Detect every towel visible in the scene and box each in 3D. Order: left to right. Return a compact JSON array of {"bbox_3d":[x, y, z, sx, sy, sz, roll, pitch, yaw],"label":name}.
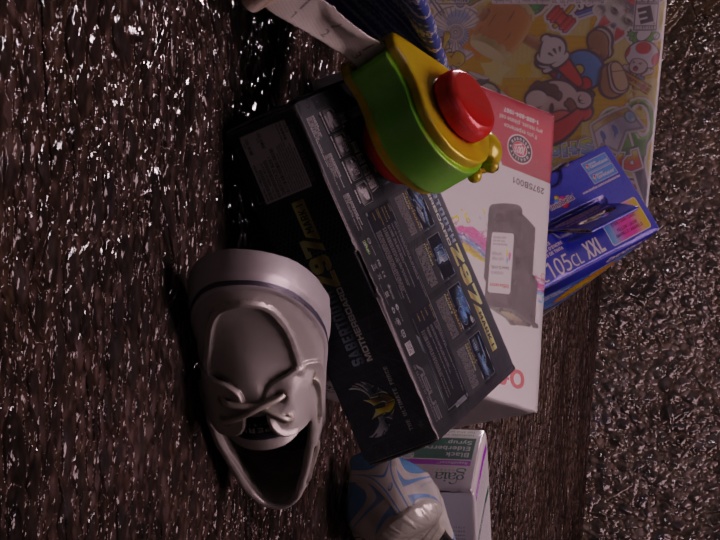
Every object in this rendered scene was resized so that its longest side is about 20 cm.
[{"bbox_3d":[-0.003,-0.163,1.399,0.145,0.024,0.200,48,-6,21],"label":"towel"}]

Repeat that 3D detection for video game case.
[{"bbox_3d":[0.116,-0.123,1.783,0.023,0.199,0.182,-110,-160,-65],"label":"video game case"}]

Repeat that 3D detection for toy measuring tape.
[{"bbox_3d":[0.013,-0.091,1.334,0.200,0.073,0.074,29,58,-44],"label":"toy measuring tape"}]

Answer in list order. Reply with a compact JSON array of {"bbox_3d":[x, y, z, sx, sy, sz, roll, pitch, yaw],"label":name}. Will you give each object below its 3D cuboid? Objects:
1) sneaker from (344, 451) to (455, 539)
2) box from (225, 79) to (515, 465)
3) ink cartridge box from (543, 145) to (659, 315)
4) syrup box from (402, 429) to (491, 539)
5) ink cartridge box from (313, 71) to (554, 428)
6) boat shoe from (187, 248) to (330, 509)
[{"bbox_3d":[0.024,0.172,1.732,0.200,0.072,0.073,86,-21,-68],"label":"sneaker"},{"bbox_3d":[0.009,-0.007,1.393,0.200,0.051,0.158,67,23,-5],"label":"box"},{"bbox_3d":[0.111,-0.009,1.719,0.076,0.136,0.200,57,-38,9],"label":"ink cartridge box"},{"bbox_3d":[0.057,0.219,1.874,0.081,0.079,0.200,-72,160,-57],"label":"syrup box"},{"bbox_3d":[0.042,-0.014,1.552,0.146,0.083,0.201,17,70,-41],"label":"ink cartridge box"},{"bbox_3d":[-0.052,0.060,1.279,0.200,0.072,0.066,91,1,-60],"label":"boat shoe"}]
